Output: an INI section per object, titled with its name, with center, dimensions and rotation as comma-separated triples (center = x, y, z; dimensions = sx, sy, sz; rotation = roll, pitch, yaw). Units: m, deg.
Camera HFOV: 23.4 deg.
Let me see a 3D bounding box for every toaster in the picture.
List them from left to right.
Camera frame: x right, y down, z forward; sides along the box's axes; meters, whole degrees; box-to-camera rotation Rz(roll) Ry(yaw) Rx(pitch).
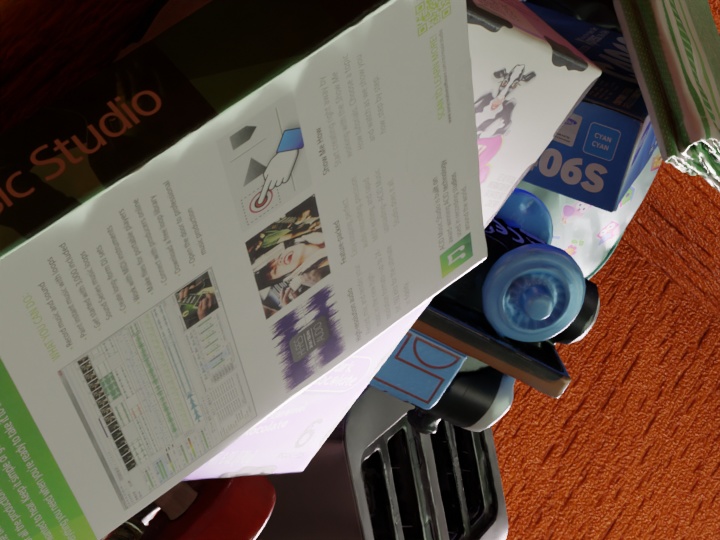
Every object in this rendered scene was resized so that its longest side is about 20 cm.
[toaster]
center = -0.008, 0.121, 1.002
dimensions = 0.118, 0.202, 0.181
rotation = -4, -165, 28

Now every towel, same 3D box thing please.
[towel]
center = 0.146, -0.107, 0.788
dimensions = 0.023, 0.154, 0.200
rotation = -21, 168, 20

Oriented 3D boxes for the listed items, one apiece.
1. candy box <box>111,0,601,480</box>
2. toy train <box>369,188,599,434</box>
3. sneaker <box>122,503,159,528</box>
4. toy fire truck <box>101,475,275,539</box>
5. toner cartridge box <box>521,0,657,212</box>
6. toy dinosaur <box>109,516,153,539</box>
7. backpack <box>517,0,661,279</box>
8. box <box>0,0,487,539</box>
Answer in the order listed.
[candy box]
center = -0.027, -0.024, 0.601
dimensions = 0.201, 0.072, 0.167
rotation = -53, 155, 15
[toy train]
center = 0.008, 0.001, 0.760
dimensions = 0.115, 0.199, 0.087
rotation = -56, -157, 19
[sneaker]
center = -0.164, 0.154, 1.028
dimensions = 0.201, 0.070, 0.080
rotation = -49, -171, -9
[toy fire truck]
center = -0.140, 0.114, 0.759
dimensions = 0.200, 0.112, 0.168
rotation = -50, -166, -18
[toner cartridge box]
center = 0.093, -0.081, 0.800
dimensions = 0.200, 0.094, 0.044
rotation = -43, 150, -69
[toy dinosaur]
center = -0.118, 0.189, 0.916
dimensions = 0.136, 0.085, 0.200
rotation = -65, -168, -10
[backpack]
center = 0.108, -0.085, 1.047
dimensions = 0.201, 0.166, 0.127
rotation = -65, -146, 30
[box]
center = -0.052, 0.001, 0.482
dimensions = 0.199, 0.036, 0.145
rotation = -36, 149, -17
